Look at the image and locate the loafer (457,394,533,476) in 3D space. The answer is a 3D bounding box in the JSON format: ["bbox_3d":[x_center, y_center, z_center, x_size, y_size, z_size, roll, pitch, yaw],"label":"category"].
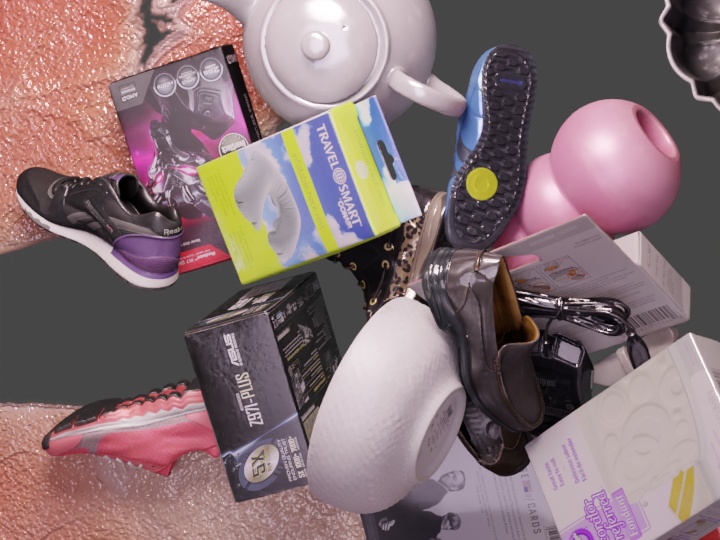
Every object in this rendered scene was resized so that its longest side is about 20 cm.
[{"bbox_3d":[0.100,0.103,1.752,0.073,0.071,0.201,-35,78,14],"label":"loafer"}]

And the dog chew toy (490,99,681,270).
[{"bbox_3d":[0.199,-0.065,1.695,0.200,0.125,0.125,-40,91,27],"label":"dog chew toy"}]

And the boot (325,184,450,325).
[{"bbox_3d":[0.000,0.000,1.741,0.150,0.073,0.202,23,97,24],"label":"boot"}]

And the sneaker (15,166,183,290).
[{"bbox_3d":[-0.246,-0.068,1.772,0.199,0.076,0.088,30,124,22],"label":"sneaker"}]

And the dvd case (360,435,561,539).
[{"bbox_3d":[0.096,0.227,1.813,0.198,0.025,0.152,-12,98,12],"label":"dvd case"}]

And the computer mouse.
[{"bbox_3d":[0.204,0.084,1.679,0.139,0.046,0.201,6,136,24],"label":"computer mouse"}]

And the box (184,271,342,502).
[{"bbox_3d":[-0.079,0.105,1.732,0.085,0.200,0.165,-15,98,14],"label":"box"}]

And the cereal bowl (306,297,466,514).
[{"bbox_3d":[0.036,0.130,1.640,0.083,0.200,0.202,24,104,22],"label":"cereal bowl"}]

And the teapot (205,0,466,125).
[{"bbox_3d":[-0.022,-0.209,1.692,0.198,0.146,0.199,-18,97,12],"label":"teapot"}]

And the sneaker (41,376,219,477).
[{"bbox_3d":[-0.224,0.171,1.837,0.198,0.074,0.088,-14,99,13],"label":"sneaker"}]

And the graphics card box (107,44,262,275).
[{"bbox_3d":[-0.154,-0.106,1.785,0.124,0.051,0.202,-15,96,13],"label":"graphics card box"}]

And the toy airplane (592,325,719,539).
[{"bbox_3d":[0.299,0.151,1.718,0.199,0.141,0.201,22,94,43],"label":"toy airplane"}]

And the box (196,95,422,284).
[{"bbox_3d":[-0.050,-0.071,1.681,0.199,0.048,0.123,-19,94,39],"label":"box"}]

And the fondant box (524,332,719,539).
[{"bbox_3d":[0.256,0.171,1.618,0.200,0.058,0.145,-39,56,29],"label":"fondant box"}]

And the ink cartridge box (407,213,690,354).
[{"bbox_3d":[0.172,0.014,1.672,0.199,0.045,0.176,-21,133,33],"label":"ink cartridge box"}]

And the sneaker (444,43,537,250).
[{"bbox_3d":[0.117,-0.108,1.697,0.065,0.078,0.202,14,80,-9],"label":"sneaker"}]

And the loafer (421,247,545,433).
[{"bbox_3d":[0.124,0.065,1.616,0.072,0.073,0.201,-6,129,35],"label":"loafer"}]

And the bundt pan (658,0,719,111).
[{"bbox_3d":[0.370,-0.223,1.636,0.200,0.076,0.204,-1,85,17],"label":"bundt pan"}]
